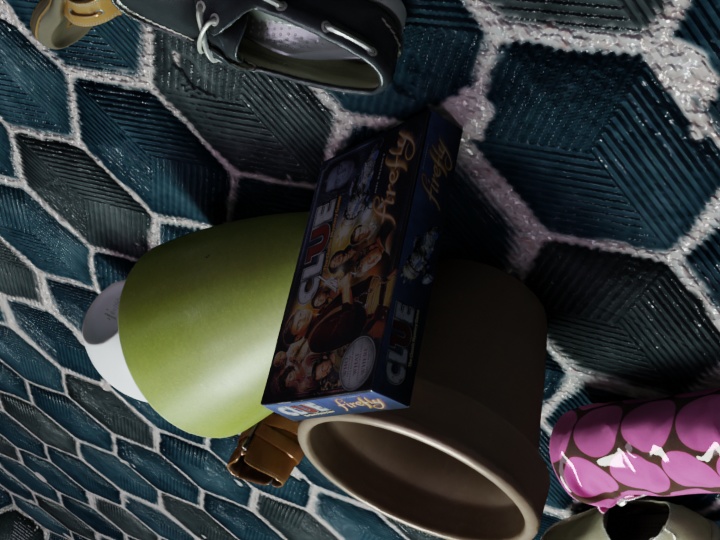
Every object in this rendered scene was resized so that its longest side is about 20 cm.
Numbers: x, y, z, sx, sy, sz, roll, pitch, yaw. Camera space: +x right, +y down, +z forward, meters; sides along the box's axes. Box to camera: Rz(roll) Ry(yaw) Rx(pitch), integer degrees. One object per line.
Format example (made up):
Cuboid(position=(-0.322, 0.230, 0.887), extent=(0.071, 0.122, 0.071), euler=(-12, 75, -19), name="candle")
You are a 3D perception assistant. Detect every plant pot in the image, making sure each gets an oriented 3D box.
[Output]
Cuboid(position=(-0.078, 0.028, 0.851), extent=(0.199, 0.188, 0.187), euler=(-26, 118, 40), name="plant pot")
Cuboid(position=(0.072, 0.095, 0.779), extent=(0.197, 0.176, 0.201), euler=(20, 150, 12), name="plant pot")

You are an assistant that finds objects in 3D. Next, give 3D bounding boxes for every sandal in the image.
Cuboid(position=(-0.186, -0.198, 0.699), extent=(0.054, 0.080, 0.199), euler=(54, 152, -5), name="sandal")

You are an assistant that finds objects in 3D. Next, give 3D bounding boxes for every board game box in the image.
Cuboid(position=(0.000, 0.000, 0.695), extent=(0.034, 0.203, 0.135), euler=(26, 155, -30), name="board game box")

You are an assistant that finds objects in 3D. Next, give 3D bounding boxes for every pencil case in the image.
Cuboid(position=(0.250, 0.146, 0.786), extent=(0.199, 0.090, 0.095), euler=(-20, 87, 55), name="pencil case")

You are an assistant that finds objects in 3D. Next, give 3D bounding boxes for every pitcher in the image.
Cuboid(position=(-0.230, 0.093, 1.122), extent=(0.170, 0.122, 0.200), euler=(14, 157, 44), name="pitcher")

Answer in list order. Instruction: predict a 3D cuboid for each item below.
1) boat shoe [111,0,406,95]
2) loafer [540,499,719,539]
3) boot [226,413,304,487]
Cuboid(position=(-0.070, -0.159, 0.619), extent=(0.196, 0.061, 0.076), euler=(9, 152, 4), name="boat shoe")
Cuboid(position=(0.248, 0.254, 0.953), extent=(0.199, 0.076, 0.068), euler=(-24, 118, 43), name="loafer")
Cuboid(position=(-0.050, 0.134, 0.965), extent=(0.199, 0.156, 0.077), euler=(-12, 128, 49), name="boot")
